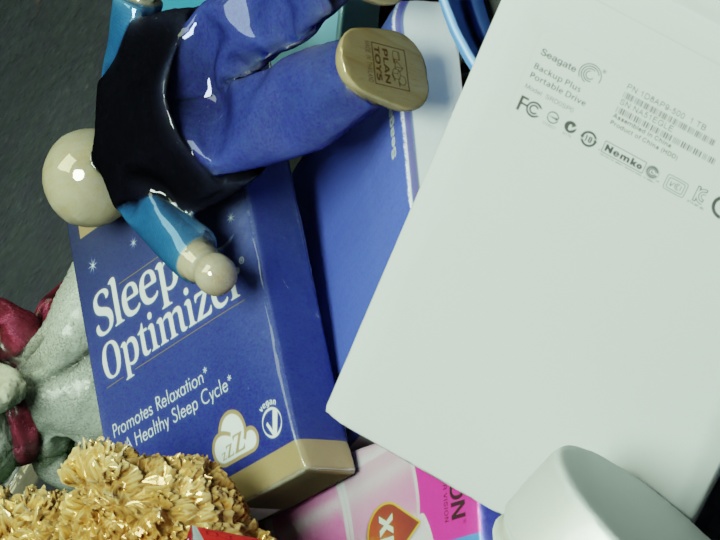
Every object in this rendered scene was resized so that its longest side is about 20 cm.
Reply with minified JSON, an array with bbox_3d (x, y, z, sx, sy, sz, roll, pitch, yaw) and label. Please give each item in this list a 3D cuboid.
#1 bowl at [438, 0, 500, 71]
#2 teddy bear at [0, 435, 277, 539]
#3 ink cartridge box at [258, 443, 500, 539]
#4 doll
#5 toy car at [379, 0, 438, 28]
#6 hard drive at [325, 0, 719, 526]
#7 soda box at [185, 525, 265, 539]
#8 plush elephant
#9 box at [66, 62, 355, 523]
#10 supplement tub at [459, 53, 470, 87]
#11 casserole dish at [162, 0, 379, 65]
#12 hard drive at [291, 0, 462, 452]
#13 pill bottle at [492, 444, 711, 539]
[{"bbox_3d":[0.125,-0.121,0.933,0.202,0.200,0.039,-63,-11,-9],"label":"bowl"},{"bbox_3d":[-0.104,0.139,1.017,0.067,0.146,0.200,-34,8,-37],"label":"teddy bear"},{"bbox_3d":[0.023,0.111,0.976,0.199,0.037,0.095,-23,64,46],"label":"ink cartridge box"},{"bbox_3d":[-0.059,-0.058,0.986,0.199,0.048,0.137,-22,73,45],"label":"doll"},{"bbox_3d":[0.053,-0.169,1.164,0.199,0.177,0.186,11,83,31],"label":"toy car"},{"bbox_3d":[0.082,-0.005,0.858,0.027,0.131,0.201,-42,-22,-61],"label":"hard drive"},{"bbox_3d":[-0.058,0.192,0.949,0.064,0.070,0.201,-102,30,-55],"label":"soda box"},{"bbox_3d":[-0.155,0.053,1.186,0.201,0.154,0.165,-101,15,-47],"label":"plush elephant"},{"bbox_3d":[-0.068,0.006,1.050,0.121,0.032,0.201,-32,61,43],"label":"box"},{"bbox_3d":[0.091,-0.078,1.000,0.107,0.107,0.201,-3,65,58],"label":"supplement tub"},{"bbox_3d":[-0.034,-0.145,1.078,0.121,0.039,0.202,3,90,47],"label":"casserole dish"},{"bbox_3d":[0.000,0.000,1.022,0.200,0.025,0.133,126,142,-62],"label":"hard drive"},{"bbox_3d":[0.038,0.162,0.842,0.200,0.113,0.113,-51,28,12],"label":"pill bottle"}]
